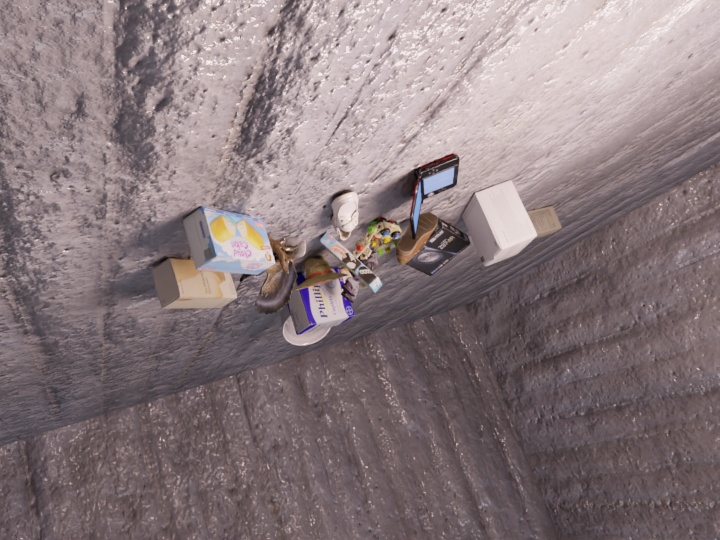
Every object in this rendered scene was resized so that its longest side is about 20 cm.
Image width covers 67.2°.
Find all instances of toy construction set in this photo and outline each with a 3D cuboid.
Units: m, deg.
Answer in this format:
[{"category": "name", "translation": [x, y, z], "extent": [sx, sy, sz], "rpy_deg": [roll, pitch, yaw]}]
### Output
[{"category": "toy construction set", "translation": [0.051, -0.096, 1.623], "extent": [0.130, 0.093, 0.199], "rpy_deg": [-28, 175, 29]}]

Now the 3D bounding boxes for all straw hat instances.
[{"category": "straw hat", "translation": [-0.135, -0.001, 1.703], "extent": [0.197, 0.087, 0.201], "rpy_deg": [-15, 178, 0]}]

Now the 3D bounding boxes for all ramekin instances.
[{"category": "ramekin", "translation": [-0.215, 0.185, 2.101], "extent": [0.197, 0.098, 0.203], "rpy_deg": [-12, 131, -14]}]

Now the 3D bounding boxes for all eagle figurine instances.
[{"category": "eagle figurine", "translation": [-0.238, -0.004, 1.431], "extent": [0.148, 0.153, 0.201], "rpy_deg": [18, 139, -6]}]

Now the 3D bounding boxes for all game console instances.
[{"category": "game console", "translation": [0.192, -0.186, 1.407], "extent": [0.170, 0.121, 0.200], "rpy_deg": [-21, 167, 3]}]

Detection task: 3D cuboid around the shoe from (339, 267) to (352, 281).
[{"category": "shoe", "translation": [-0.054, 0.039, 2.035], "extent": [0.069, 0.054, 0.200], "rpy_deg": [-21, 166, 4]}]

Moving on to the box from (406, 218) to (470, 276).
[{"category": "box", "translation": [0.259, -0.076, 1.887], "extent": [0.159, 0.044, 0.200], "rpy_deg": [24, 128, -38]}]

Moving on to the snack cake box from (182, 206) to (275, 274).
[{"category": "snack cake box", "translation": [-0.284, -0.061, 1.192], "extent": [0.067, 0.117, 0.199], "rpy_deg": [-26, 165, 24]}]

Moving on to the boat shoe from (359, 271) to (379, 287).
[{"category": "boat shoe", "translation": [0.029, 0.032, 2.053], "extent": [0.074, 0.062, 0.200], "rpy_deg": [-65, 160, 0]}]

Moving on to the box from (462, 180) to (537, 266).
[{"category": "box", "translation": [0.441, -0.147, 1.746], "extent": [0.129, 0.203, 0.199], "rpy_deg": [-20, 167, -8]}]

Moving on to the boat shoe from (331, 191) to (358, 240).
[{"category": "boat shoe", "translation": [-0.033, -0.134, 1.376], "extent": [0.070, 0.070, 0.200], "rpy_deg": [-16, 165, -9]}]

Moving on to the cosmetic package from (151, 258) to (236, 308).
[{"category": "cosmetic package", "translation": [-0.413, 0.035, 1.363], "extent": [0.070, 0.107, 0.199], "rpy_deg": [-28, 166, 24]}]

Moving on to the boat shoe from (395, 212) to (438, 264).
[{"category": "boat shoe", "translation": [0.169, -0.100, 1.667], "extent": [0.200, 0.071, 0.069], "rpy_deg": [-44, 153, -31]}]

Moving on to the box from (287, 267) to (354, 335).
[{"category": "box", "translation": [-0.145, 0.103, 1.869], "extent": [0.198, 0.187, 0.105], "rpy_deg": [-9, 164, -41]}]

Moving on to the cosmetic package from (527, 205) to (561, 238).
[{"category": "cosmetic package", "translation": [0.702, -0.186, 2.186], "extent": [0.197, 0.107, 0.071], "rpy_deg": [-12, 166, -26]}]

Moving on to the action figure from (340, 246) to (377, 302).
[{"category": "action figure", "translation": [0.000, 0.000, 1.784], "extent": [0.202, 0.069, 0.130], "rpy_deg": [-62, -172, -24]}]

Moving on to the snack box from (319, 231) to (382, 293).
[{"category": "snack box", "translation": [-0.026, -0.021, 1.558], "extent": [0.037, 0.199, 0.116], "rpy_deg": [-47, 166, -3]}]
